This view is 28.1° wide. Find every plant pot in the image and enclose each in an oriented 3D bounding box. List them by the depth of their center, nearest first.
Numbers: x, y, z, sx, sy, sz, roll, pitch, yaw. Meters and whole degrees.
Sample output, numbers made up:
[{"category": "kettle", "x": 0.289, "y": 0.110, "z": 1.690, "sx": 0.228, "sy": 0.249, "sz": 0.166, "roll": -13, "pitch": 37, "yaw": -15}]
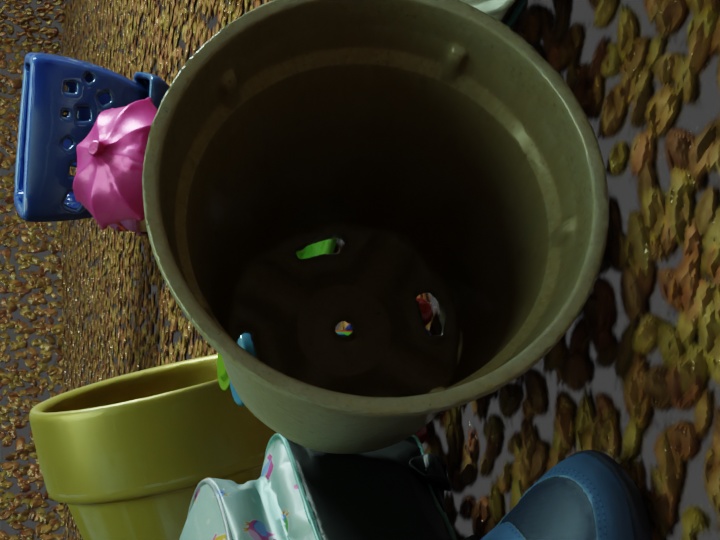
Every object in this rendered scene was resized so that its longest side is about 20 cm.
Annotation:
[{"category": "plant pot", "x": 0.000, "y": 0.000, "z": 0.687, "sx": 0.184, "sy": 0.198, "sz": 0.202, "roll": 103, "pitch": 164, "yaw": -66}, {"category": "plant pot", "x": -0.122, "y": 0.169, "z": 1.041, "sx": 0.201, "sy": 0.199, "sz": 0.191, "roll": -178, "pitch": 76, "yaw": -73}, {"category": "plant pot", "x": -0.333, "y": -0.163, "z": 1.794, "sx": 0.200, "sy": 0.178, "sz": 0.202, "roll": -155, "pitch": 69, "yaw": -71}]

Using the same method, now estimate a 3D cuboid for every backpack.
[{"category": "backpack", "x": -0.021, "y": 0.205, "z": 0.749, "sx": 0.176, "sy": 0.152, "sz": 0.202, "roll": -123, "pitch": 33, "yaw": -55}]

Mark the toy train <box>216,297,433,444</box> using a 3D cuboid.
[{"category": "toy train", "x": -0.036, "y": 0.056, "z": 0.876, "sx": 0.200, "sy": 0.115, "sz": 0.086, "roll": 177, "pitch": 96, "yaw": -73}]

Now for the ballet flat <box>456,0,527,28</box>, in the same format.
[{"category": "ballet flat", "x": 0.060, "y": -0.145, "z": 0.665, "sx": 0.200, "sy": 0.069, "sz": 0.070, "roll": 131, "pitch": 140, "yaw": -61}]

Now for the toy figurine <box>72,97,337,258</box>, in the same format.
[{"category": "toy figurine", "x": -0.122, "y": -0.061, "z": 1.068, "sx": 0.200, "sy": 0.182, "sz": 0.151, "roll": 117, "pitch": 151, "yaw": -55}]

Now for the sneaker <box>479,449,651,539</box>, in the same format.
[{"category": "sneaker", "x": 0.043, "y": 0.157, "z": 0.587, "sx": 0.201, "sy": 0.082, "sz": 0.074, "roll": -58, "pitch": 39, "yaw": 17}]
